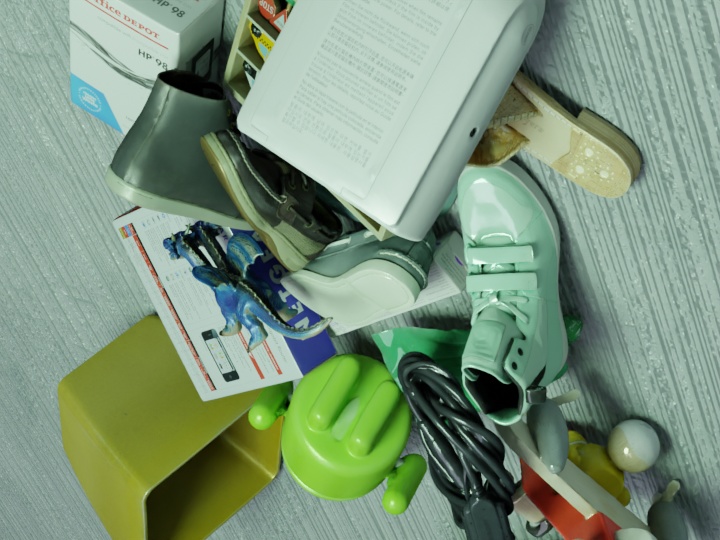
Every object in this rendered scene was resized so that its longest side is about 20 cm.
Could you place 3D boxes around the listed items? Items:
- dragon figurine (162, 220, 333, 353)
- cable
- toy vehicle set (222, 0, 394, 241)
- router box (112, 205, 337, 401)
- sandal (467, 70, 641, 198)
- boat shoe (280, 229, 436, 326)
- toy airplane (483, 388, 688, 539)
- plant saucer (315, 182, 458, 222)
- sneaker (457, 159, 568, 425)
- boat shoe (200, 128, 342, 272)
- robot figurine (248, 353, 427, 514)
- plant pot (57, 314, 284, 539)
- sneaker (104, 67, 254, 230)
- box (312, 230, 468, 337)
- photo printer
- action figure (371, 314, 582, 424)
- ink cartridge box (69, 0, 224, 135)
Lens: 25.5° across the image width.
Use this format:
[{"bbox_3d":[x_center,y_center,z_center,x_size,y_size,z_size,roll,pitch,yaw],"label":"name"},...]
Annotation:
[{"bbox_3d":[-0.104,0.009,1.342,0.200,0.059,0.100,23,146,60],"label":"dragon figurine"},{"bbox_3d":[0.079,0.140,1.310,0.164,0.050,0.201,-120,8,-53],"label":"cable"},{"bbox_3d":[-0.023,-0.133,1.208,0.200,0.026,0.125,45,137,24],"label":"toy vehicle set"},{"bbox_3d":[-0.130,0.015,1.488,0.179,0.049,0.202,-16,102,51],"label":"router box"},{"bbox_3d":[0.098,-0.103,1.156,0.210,0.070,0.078,29,144,14],"label":"sandal"},{"bbox_3d":[0.000,0.000,1.346,0.073,0.062,0.199,39,158,-20],"label":"boat shoe"},{"bbox_3d":[0.201,0.187,1.326,0.199,0.141,0.200,42,-179,20],"label":"toy airplane"},{"bbox_3d":[-0.013,-0.102,1.295,0.200,0.039,0.202,25,144,20],"label":"plant saucer"},{"bbox_3d":[0.109,0.019,1.219,0.073,0.118,0.202,-5,114,27],"label":"sneaker"},{"bbox_3d":[-0.068,-0.066,1.262,0.074,0.064,0.200,59,-177,25],"label":"boat shoe"},{"bbox_3d":[-0.015,0.150,1.499,0.174,0.116,0.200,29,159,3],"label":"robot figurine"},{"bbox_3d":[-0.210,0.169,1.676,0.176,0.199,0.201,40,148,22],"label":"plant pot"},{"bbox_3d":[-0.110,-0.099,1.320,0.075,0.199,0.107,41,112,32],"label":"sneaker"},{"bbox_3d":[0.026,0.014,1.389,0.042,0.039,0.199,48,146,-13],"label":"box"},{"bbox_3d":[0.023,-0.147,1.095,0.166,0.201,0.069,33,-169,24],"label":"photo printer"},{"bbox_3d":[0.112,0.074,1.361,0.199,0.055,0.119,-20,113,45],"label":"action figure"},{"bbox_3d":[-0.180,-0.199,1.322,0.115,0.067,0.201,31,145,14],"label":"ink cartridge box"}]
